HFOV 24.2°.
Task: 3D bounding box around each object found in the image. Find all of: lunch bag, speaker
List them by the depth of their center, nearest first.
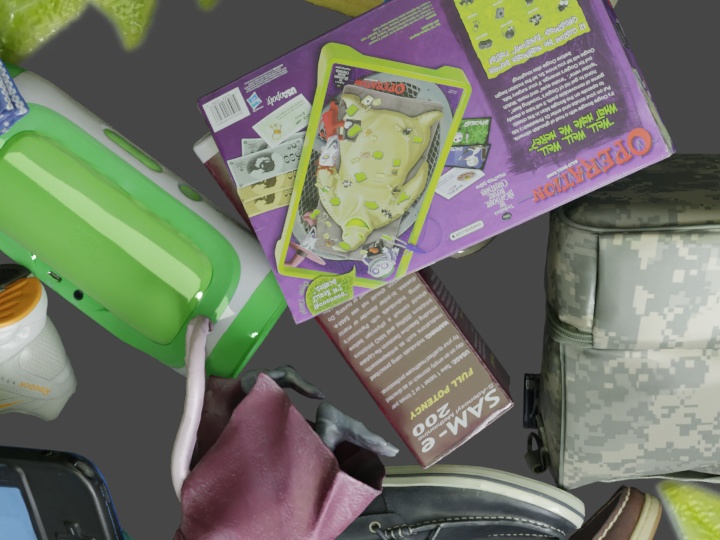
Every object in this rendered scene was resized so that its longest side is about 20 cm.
[{"bbox_3d":[0.184,0.034,0.865,0.198,0.139,0.170,0,107,4],"label":"lunch bag"},{"bbox_3d":[-0.132,-0.023,0.898,0.199,0.088,0.089,36,91,1],"label":"speaker"}]

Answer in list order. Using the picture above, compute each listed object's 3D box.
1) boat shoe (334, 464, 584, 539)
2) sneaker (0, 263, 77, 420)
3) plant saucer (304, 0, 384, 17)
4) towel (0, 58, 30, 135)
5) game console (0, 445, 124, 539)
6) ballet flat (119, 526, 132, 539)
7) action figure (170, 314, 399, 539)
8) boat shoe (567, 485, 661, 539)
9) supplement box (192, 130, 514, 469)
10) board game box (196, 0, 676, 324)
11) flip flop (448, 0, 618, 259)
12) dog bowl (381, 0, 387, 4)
[{"bbox_3d":[0.020,0.137,0.893,0.198,0.075,0.063,-1,72,12],"label":"boat shoe"},{"bbox_3d":[-0.247,0.070,0.910,0.198,0.076,0.093,-14,124,16],"label":"sneaker"},{"bbox_3d":[0.010,-0.234,0.866,0.198,0.048,0.202,21,118,17],"label":"plant saucer"},{"bbox_3d":[-0.266,-0.088,0.883,0.199,0.024,0.146,-36,76,28],"label":"towel"},{"bbox_3d":[-0.217,0.187,0.846,0.198,0.118,0.172,1,120,26],"label":"game console"},{"bbox_3d":[-0.122,0.239,0.916,0.069,0.069,0.201,-26,91,1],"label":"ballet flat"},{"bbox_3d":[-0.072,0.143,0.800,0.148,0.134,0.201,35,88,-4],"label":"action figure"},{"bbox_3d":[0.079,0.185,0.904,0.072,0.072,0.200,41,95,3],"label":"boat shoe"},{"bbox_3d":[0.000,0.000,0.882,0.061,0.109,0.201,-36,89,5],"label":"supplement box"},{"bbox_3d":[0.033,-0.068,0.787,0.199,0.032,0.121,-24,88,19],"label":"board game box"},{"bbox_3d":[0.079,-0.101,0.901,0.081,0.058,0.201,31,100,1],"label":"flip flop"},{"bbox_3d":[0.061,-0.130,0.826,0.111,0.050,0.201,29,121,14],"label":"dog bowl"}]
